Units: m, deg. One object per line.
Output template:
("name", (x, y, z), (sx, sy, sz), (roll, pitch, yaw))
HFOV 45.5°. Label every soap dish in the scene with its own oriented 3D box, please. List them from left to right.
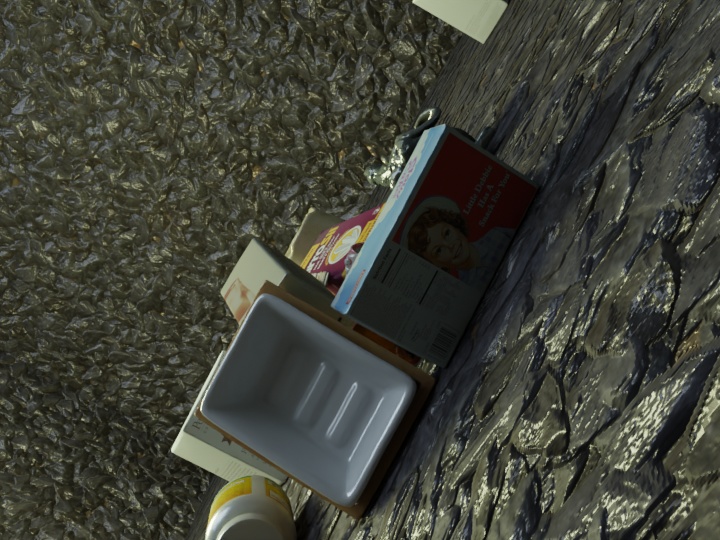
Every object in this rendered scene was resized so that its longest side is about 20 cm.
("soap dish", (-0.044, 0.126, 0.857), (0.158, 0.199, 0.081), (-62, -14, 3))

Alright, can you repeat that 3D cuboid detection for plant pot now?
("plant pot", (-0.037, -0.009, 1.481), (0.201, 0.183, 0.200), (-61, 6, 10))

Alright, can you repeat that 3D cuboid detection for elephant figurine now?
("elephant figurine", (0.093, -0.166, 1.246), (0.200, 0.154, 0.142), (-98, 14, -67))

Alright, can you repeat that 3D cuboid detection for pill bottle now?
("pill bottle", (-0.137, 0.329, 1.075), (0.113, 0.112, 0.200), (-62, 6, -6))

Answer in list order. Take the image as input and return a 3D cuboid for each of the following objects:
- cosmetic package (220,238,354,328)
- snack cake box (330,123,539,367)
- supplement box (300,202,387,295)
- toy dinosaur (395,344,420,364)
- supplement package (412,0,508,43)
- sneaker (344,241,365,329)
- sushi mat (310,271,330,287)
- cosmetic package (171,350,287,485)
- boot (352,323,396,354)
("cosmetic package", (-0.091, 0.040, 1.013), (0.087, 0.103, 0.200), (-57, 20, 2))
("snack cake box", (0.071, -0.023, 0.826), (0.201, 0.115, 0.067), (-61, 15, -3))
("supplement box", (0.000, 0.000, 1.201), (0.200, 0.103, 0.131), (-19, 36, 58))
("toy dinosaur", (0.080, 0.003, 0.897), (0.105, 0.199, 0.182), (-36, -63, -79))
("supplement package", (0.242, -0.652, 2.029), (0.117, 0.199, 0.117), (-57, 7, 41))
("sneaker", (0.000, 0.026, 1.052), (0.200, 0.105, 0.075), (-37, 7, 28))
("sushi mat", (-0.095, 0.095, 1.114), (0.095, 0.012, 0.201), (-7, 60, 47))
("cosmetic package", (-0.208, 0.282, 1.550), (0.168, 0.199, 0.166), (-65, 6, -29))
("boot", (-0.006, 0.153, 0.988), (0.202, 0.071, 0.144), (112, 180, -49))
